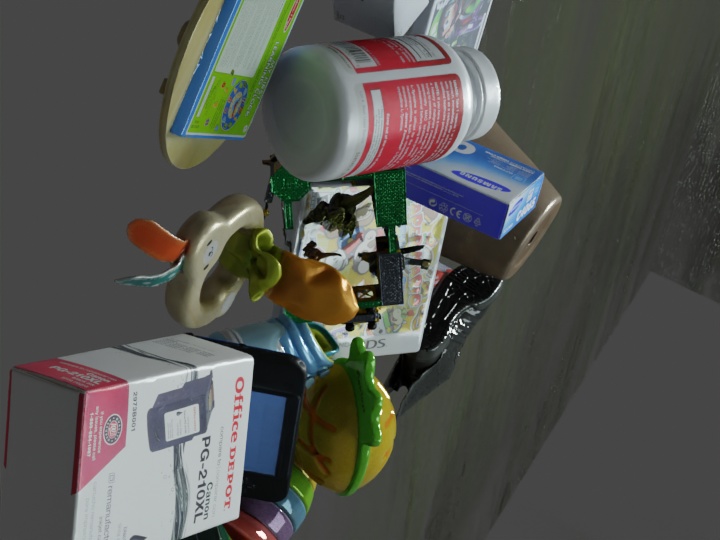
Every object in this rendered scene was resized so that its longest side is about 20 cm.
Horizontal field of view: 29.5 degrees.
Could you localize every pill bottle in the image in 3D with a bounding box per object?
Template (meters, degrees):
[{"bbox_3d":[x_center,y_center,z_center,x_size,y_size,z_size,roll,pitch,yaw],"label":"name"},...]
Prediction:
[{"bbox_3d":[0.023,-0.144,1.176,0.199,0.112,0.113,-13,131,-40],"label":"pill bottle"}]

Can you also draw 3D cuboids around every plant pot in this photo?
[{"bbox_3d":[0.124,-0.084,1.526,0.201,0.174,0.200,-52,169,-15],"label":"plant pot"}]

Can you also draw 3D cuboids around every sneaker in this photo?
[{"bbox_3d":[0.093,0.079,1.581,0.200,0.060,0.105,-44,154,-34],"label":"sneaker"},{"bbox_3d":[-0.082,0.120,1.361,0.130,0.080,0.201,-20,144,-21],"label":"sneaker"}]

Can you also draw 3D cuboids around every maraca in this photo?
[{"bbox_3d":[-0.013,0.151,1.391,0.106,0.138,0.200,-4,152,-20],"label":"maraca"}]

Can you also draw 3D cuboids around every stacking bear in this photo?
[{"bbox_3d":[-0.097,0.215,1.484,0.201,0.113,0.122,-61,176,-33],"label":"stacking bear"}]

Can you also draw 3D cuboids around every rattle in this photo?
[{"bbox_3d":[-0.102,0.012,1.144,0.130,0.143,0.200,-45,168,2],"label":"rattle"}]

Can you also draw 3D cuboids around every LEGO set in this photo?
[{"bbox_3d":[-0.019,-0.054,1.295,0.116,0.153,0.201,-98,176,-58],"label":"LEGO set"}]

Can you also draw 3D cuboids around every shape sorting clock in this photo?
[{"bbox_3d":[-0.100,-0.171,1.042,0.200,0.039,0.200,-57,165,-24],"label":"shape sorting clock"}]

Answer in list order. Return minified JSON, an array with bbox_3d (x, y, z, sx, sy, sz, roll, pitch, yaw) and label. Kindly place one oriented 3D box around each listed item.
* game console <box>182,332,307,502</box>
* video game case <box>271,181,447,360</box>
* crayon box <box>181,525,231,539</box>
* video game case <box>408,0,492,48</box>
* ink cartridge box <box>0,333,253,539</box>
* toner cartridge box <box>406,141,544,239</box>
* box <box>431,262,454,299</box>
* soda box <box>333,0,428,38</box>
[{"bbox_3d":[-0.148,0.169,1.251,0.119,0.170,0.201,-78,179,-48],"label":"game console"},{"bbox_3d":[0.000,0.000,1.401,0.181,0.023,0.201,-4,117,-31],"label":"video game case"},{"bbox_3d":[-0.180,0.309,1.358,0.125,0.052,0.200,-19,152,-4],"label":"crayon box"},{"bbox_3d":[0.092,-0.245,1.506,0.182,0.023,0.201,-36,148,-55],"label":"video game case"},{"bbox_3d":[-0.179,0.139,1.075,0.200,0.084,0.146,-9,108,-56],"label":"ink cartridge box"},{"bbox_3d":[0.073,-0.103,1.361,0.095,0.199,0.043,-39,149,-52],"label":"toner cartridge box"},{"bbox_3d":[0.027,0.025,1.572,0.096,0.099,0.200,-67,163,9],"label":"box"},{"bbox_3d":[0.017,-0.289,1.160,0.064,0.068,0.200,-54,160,-27],"label":"soda box"}]
